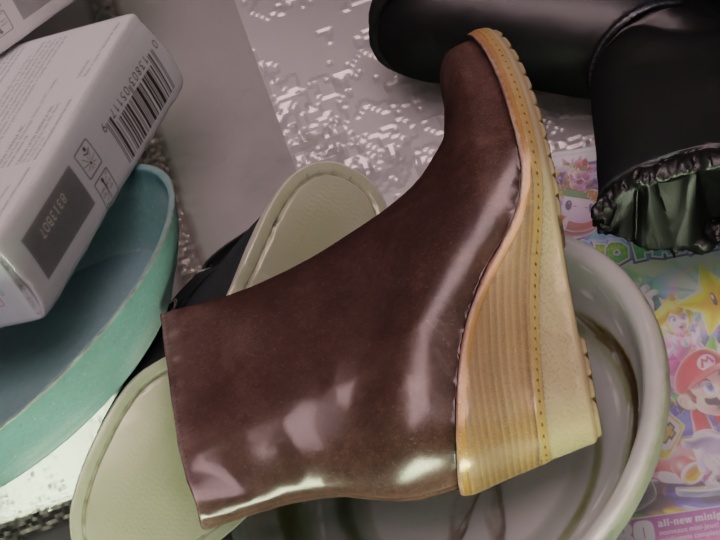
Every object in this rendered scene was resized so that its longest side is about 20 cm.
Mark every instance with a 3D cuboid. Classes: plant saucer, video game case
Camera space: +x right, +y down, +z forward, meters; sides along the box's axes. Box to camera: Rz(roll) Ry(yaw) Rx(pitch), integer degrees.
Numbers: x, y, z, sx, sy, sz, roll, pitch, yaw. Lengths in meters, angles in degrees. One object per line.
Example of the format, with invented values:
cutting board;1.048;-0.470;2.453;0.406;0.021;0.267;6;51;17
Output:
plant saucer;0.042;0.077;1.167;0.200;0.050;0.200;-18;48;22
video game case;0.136;0.033;1.216;0.143;0.018;0.200;-9;62;4
plant saucer;-0.146;0.037;1.192;0.200;0.036;0.200;-33;24;17

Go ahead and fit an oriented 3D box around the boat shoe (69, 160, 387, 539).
boat shoe;-0.059;0.045;1.185;0.074;0.066;0.200;30;74;-10

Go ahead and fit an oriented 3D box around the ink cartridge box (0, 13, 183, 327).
ink cartridge box;-0.192;-0.031;1.242;0.200;0.057;0.163;-15;34;34

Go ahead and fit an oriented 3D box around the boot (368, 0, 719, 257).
boot;0.108;-0.074;1.222;0.198;0.073;0.163;-6;44;-2

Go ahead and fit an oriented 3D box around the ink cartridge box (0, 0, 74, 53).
ink cartridge box;-0.230;-0.135;1.304;0.200;0.045;0.176;-37;45;-11

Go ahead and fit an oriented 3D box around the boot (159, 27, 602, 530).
boot;0.000;0.000;1.134;0.166;0.072;0.200;-10;62;3
